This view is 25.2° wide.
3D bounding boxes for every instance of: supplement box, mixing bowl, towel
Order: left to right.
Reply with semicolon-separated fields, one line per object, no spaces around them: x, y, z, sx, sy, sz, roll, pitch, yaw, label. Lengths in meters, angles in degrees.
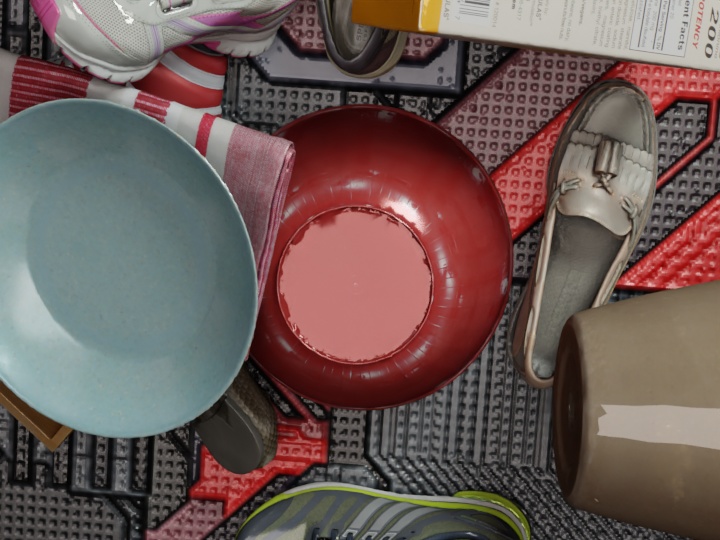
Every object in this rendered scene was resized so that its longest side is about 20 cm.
-0.144;-0.038;0.955;0.198;0.023;0.145;19;113;12;towel
0.000;0.000;1.001;0.198;0.108;0.203;0;98;2;mixing bowl
0.108;-0.164;0.932;0.198;0.126;0.074;5;99;-20;supplement box

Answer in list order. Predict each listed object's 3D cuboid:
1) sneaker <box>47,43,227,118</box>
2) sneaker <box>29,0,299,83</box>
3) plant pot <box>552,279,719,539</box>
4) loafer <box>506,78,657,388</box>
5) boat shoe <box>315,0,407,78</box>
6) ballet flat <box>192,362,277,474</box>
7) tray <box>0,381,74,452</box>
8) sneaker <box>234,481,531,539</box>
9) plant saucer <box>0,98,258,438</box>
-0.180;-0.123;1.008;0.198;0.071;0.114;14;103;-7;sneaker
-0.103;-0.170;0.931;0.088;0.199;0.082;-40;78;40;sneaker
0.206;0.082;0.950;0.172;0.200;0.203;2;99;-2;plant pot
0.143;-0.020;1.012;0.071;0.063;0.202;16;99;1;loafer
0.007;-0.219;0.987;0.071;0.065;0.202;7;98;3;boat shoe
-0.112;0.039;1.047;0.067;0.046;0.201;-33;91;38;ballet flat
-0.237;0.011;1.035;0.200;0.037;0.099;44;115;-1;tray
0.013;0.180;1.040;0.198;0.081;0.075;-4;98;3;sneaker
-0.145;-0.003;0.934;0.199;0.039;0.203;6;108;18;plant saucer
